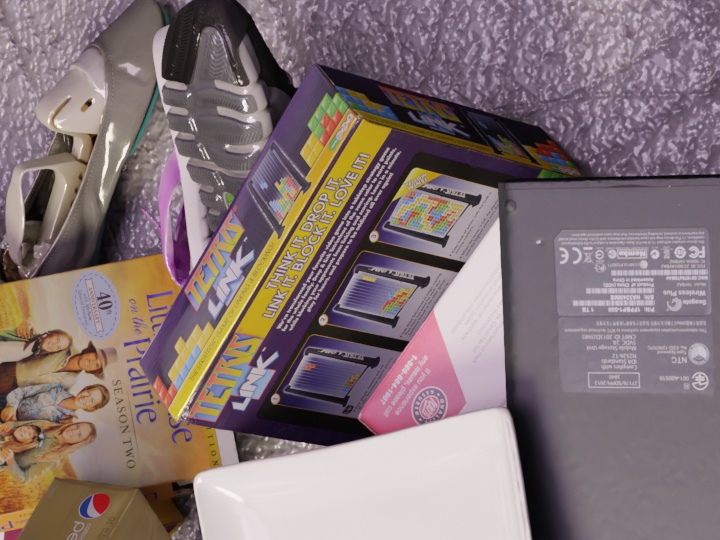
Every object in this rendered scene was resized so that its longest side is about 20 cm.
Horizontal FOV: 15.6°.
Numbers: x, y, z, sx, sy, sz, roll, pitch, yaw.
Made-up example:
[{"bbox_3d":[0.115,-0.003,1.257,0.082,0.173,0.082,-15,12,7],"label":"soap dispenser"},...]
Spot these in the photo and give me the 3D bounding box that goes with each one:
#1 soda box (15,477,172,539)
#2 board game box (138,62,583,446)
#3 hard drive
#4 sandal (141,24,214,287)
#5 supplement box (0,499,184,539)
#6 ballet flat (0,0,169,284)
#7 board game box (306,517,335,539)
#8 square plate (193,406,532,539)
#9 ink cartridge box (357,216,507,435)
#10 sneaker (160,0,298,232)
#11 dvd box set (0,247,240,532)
[{"bbox_3d":[-0.123,0.209,1.488,0.064,0.068,0.200,3,137,34],"label":"soda box"},{"bbox_3d":[0.000,0.000,1.400,0.200,0.165,0.057,-58,42,21],"label":"board game box"},{"bbox_3d":[0.139,0.054,1.280,0.139,0.033,0.201,0,95,23],"label":"hard drive"},{"bbox_3d":[-0.100,-0.041,1.518,0.050,0.082,0.204,-13,72,15],"label":"sandal"},{"bbox_3d":[-0.224,0.122,1.597,0.131,0.103,0.200,-49,67,26],"label":"supplement box"},{"bbox_3d":[-0.171,-0.071,1.567,0.067,0.063,0.201,42,117,51],"label":"ballet flat"},{"bbox_3d":[0.073,0.197,1.383,0.200,0.135,0.034,56,145,18],"label":"board game box"},{"bbox_3d":[0.015,0.182,1.324,0.199,0.028,0.199,-15,84,34],"label":"square plate"},{"bbox_3d":[0.122,0.080,1.353,0.200,0.083,0.147,40,109,14],"label":"ink cartridge box"},{"bbox_3d":[-0.038,-0.078,1.449,0.075,0.115,0.201,19,132,40],"label":"sneaker"},{"bbox_3d":[-0.177,0.073,1.518,0.199,0.029,0.147,-10,66,-4],"label":"dvd box set"}]
